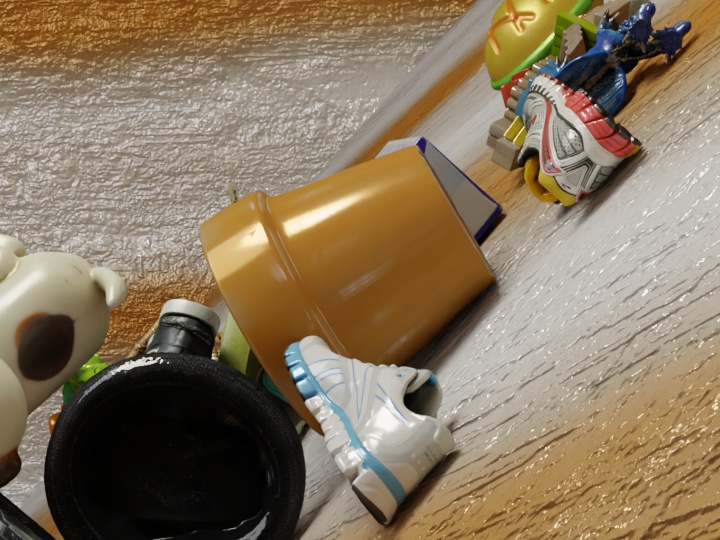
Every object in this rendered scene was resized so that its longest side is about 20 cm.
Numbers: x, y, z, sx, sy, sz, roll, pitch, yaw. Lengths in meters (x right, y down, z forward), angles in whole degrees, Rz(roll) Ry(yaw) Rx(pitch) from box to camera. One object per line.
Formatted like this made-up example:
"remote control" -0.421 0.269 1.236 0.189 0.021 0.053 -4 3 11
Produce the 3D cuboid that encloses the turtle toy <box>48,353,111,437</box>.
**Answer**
"turtle toy" -0.187 0.146 1.273 0.145 0.200 0.102 11 68 36

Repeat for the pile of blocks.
"pile of blocks" 0.173 -0.187 1.385 0.201 0.062 0.082 -51 -28 -15

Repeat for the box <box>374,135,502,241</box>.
"box" 0.021 -0.025 1.405 0.184 0.105 0.200 -50 8 -2

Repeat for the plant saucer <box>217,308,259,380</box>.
"plant saucer" -0.113 0.073 1.408 0.200 0.031 0.203 12 -90 -89

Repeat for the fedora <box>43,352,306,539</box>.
"fedora" -0.139 0.159 1.143 0.201 0.200 0.092 -49 -6 -6

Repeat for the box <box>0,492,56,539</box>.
"box" -0.235 0.270 1.057 0.124 0.200 0.197 -49 9 -8

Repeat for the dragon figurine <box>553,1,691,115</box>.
"dragon figurine" 0.199 -0.163 1.275 0.200 0.059 0.100 -43 9 26

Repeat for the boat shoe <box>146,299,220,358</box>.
"boat shoe" -0.169 0.091 1.348 0.201 0.075 0.061 100 -173 -64

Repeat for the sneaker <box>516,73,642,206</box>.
"sneaker" 0.153 -0.101 1.168 0.082 0.078 0.200 -48 8 7

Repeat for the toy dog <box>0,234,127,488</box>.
"toy dog" -0.277 0.081 1.127 0.192 0.141 0.201 -4 33 21

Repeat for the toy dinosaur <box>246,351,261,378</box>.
"toy dinosaur" -0.161 0.161 1.508 0.102 0.135 0.202 -19 57 54

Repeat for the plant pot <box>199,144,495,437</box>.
"plant pot" 0.000 0.000 1.181 0.182 0.201 0.200 -32 10 5

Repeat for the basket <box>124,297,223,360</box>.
"basket" -0.216 0.158 1.656 0.200 0.149 0.143 -46 8 9

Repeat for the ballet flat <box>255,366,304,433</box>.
"ballet flat" -0.083 0.137 1.361 0.063 0.067 0.200 -54 3 39

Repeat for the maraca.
"maraca" 0.205 -0.263 1.533 0.200 0.107 0.137 -49 15 -4

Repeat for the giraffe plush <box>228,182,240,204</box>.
"giraffe plush" -0.047 -0.014 1.623 0.161 0.202 0.173 -9 25 28

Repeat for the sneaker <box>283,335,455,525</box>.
"sneaker" 0.011 0.091 1.007 0.086 0.075 0.200 -36 32 -2
